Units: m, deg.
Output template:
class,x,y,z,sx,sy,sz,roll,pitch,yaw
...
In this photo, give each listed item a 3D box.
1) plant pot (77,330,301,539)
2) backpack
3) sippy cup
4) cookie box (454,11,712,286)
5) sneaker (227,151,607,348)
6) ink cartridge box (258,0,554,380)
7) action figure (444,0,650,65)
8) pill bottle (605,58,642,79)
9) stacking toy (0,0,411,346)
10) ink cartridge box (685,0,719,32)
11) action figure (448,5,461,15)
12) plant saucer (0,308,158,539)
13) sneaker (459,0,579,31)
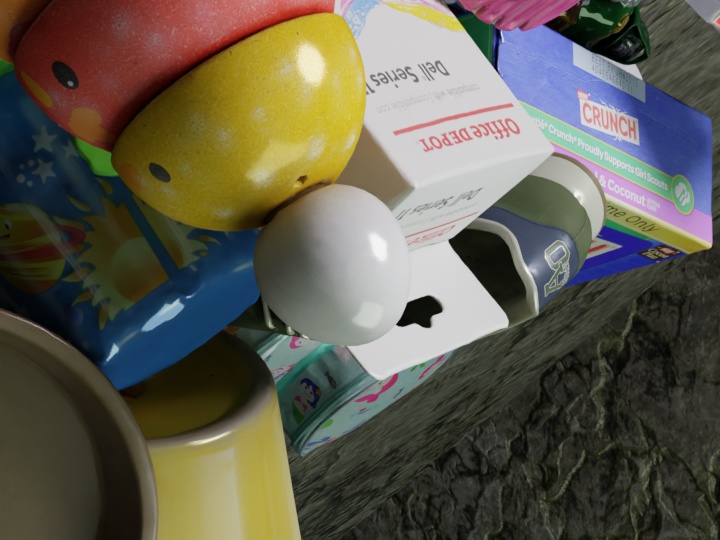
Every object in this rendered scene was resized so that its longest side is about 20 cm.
class,x,y,z,sx,sy,sz,roll,pitch,yaw
plant pot,-0.107,0.128,1.007,0.201,0.201,0.189,-25,127,-46
backpack,-0.027,0.020,1.361,0.200,0.151,0.178,-23,166,-33
sippy cup,-0.106,-0.026,0.912,0.140,0.130,0.178,-39,169,17
cookie box,0.041,-0.043,1.094,0.200,0.075,0.171,-17,153,40
sneaker,0.000,0.000,0.961,0.200,0.067,0.090,-9,-154,20
ink cartridge box,-0.005,-0.066,0.856,0.067,0.200,0.117,-42,168,30
action figure,0.074,-0.132,1.050,0.118,0.055,0.200,-29,152,35
pill bottle,0.089,-0.091,1.297,0.113,0.113,0.200,-40,169,23
stacking toy,-0.046,-0.064,0.723,0.146,0.200,0.146,-31,168,-8
ink cartridge box,0.208,-0.165,1.065,0.045,0.176,0.200,-43,180,42
action figure,0.088,-0.139,1.146,0.200,0.065,0.099,-38,136,19
plant saucer,-0.177,0.099,0.871,0.200,0.200,0.029,-35,-152,-2
sneaker,0.020,-0.162,0.860,0.081,0.088,0.200,-34,149,21
